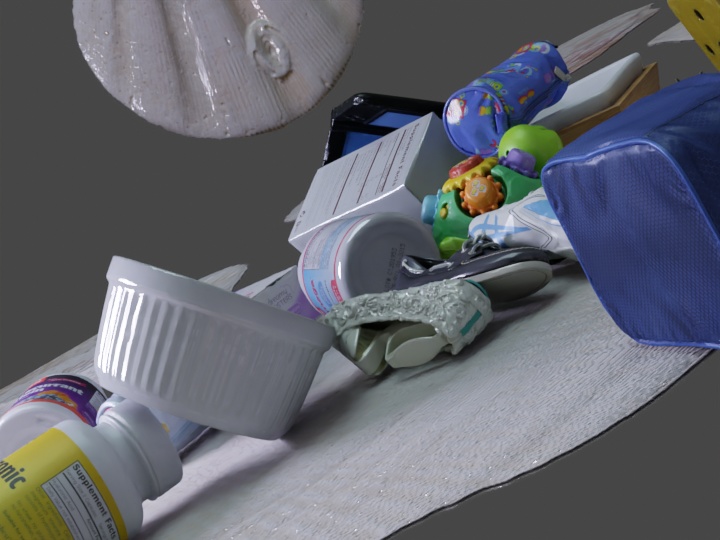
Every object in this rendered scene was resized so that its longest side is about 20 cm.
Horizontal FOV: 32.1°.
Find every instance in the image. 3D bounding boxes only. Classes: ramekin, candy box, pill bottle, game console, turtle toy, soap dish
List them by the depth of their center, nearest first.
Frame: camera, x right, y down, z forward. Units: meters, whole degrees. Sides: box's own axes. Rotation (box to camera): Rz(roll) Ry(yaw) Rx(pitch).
[{"bbox_3d":[-0.241,0.189,0.982,0.199,0.112,0.111,-34,10,-29],"label":"pill bottle"},{"bbox_3d":[-0.129,0.068,1.047,0.200,0.197,0.107,-176,104,-75],"label":"ramekin"},{"bbox_3d":[0.140,-0.074,1.255,0.199,0.102,0.145,-36,11,-36],"label":"turtle toy"},{"bbox_3d":[0.000,0.000,1.274,0.108,0.110,0.200,-32,8,-16],"label":"pill bottle"},{"bbox_3d":[-0.324,0.174,1.339,0.110,0.113,0.200,-29,9,1],"label":"pill bottle"},{"bbox_3d":[-0.167,0.084,1.472,0.199,0.072,0.167,-21,12,47],"label":"candy box"},{"bbox_3d":[0.270,-0.176,1.483,0.156,0.082,0.200,-24,10,32],"label":"soap dish"},{"bbox_3d":[0.062,-0.132,1.499,0.197,0.119,0.176,5,-4,-15],"label":"game console"}]

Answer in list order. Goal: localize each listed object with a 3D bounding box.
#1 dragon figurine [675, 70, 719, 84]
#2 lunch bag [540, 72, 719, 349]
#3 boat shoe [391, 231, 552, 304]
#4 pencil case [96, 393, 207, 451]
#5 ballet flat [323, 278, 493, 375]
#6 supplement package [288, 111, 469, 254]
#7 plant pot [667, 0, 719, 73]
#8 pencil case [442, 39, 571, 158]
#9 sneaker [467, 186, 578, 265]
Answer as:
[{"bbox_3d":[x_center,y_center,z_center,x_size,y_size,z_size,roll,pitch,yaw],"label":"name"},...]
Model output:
[{"bbox_3d":[0.276,-0.100,0.962,0.058,0.100,0.200,-25,9,23],"label":"dragon figurine"},{"bbox_3d":[0.214,-0.045,0.722,0.131,0.137,0.200,-32,9,-15],"label":"lunch bag"},{"bbox_3d":[0.089,-0.003,1.068,0.072,0.064,0.199,9,-16,-29],"label":"boat shoe"},{"bbox_3d":[-0.164,0.119,1.230,0.090,0.084,0.199,29,43,26],"label":"pencil case"},{"bbox_3d":[0.026,0.053,1.043,0.072,0.072,0.199,-36,10,-39],"label":"ballet flat"},{"bbox_3d":[0.034,-0.071,1.425,0.199,0.117,0.118,-21,36,43],"label":"supplement package"},{"bbox_3d":[0.425,-0.278,1.239,0.176,0.201,0.200,-40,8,3],"label":"plant pot"},{"bbox_3d":[0.168,-0.191,1.383,0.086,0.079,0.200,-1,24,33],"label":"pencil case"},{"bbox_3d":[0.158,-0.043,1.073,0.071,0.074,0.199,10,-3,-25],"label":"sneaker"}]
